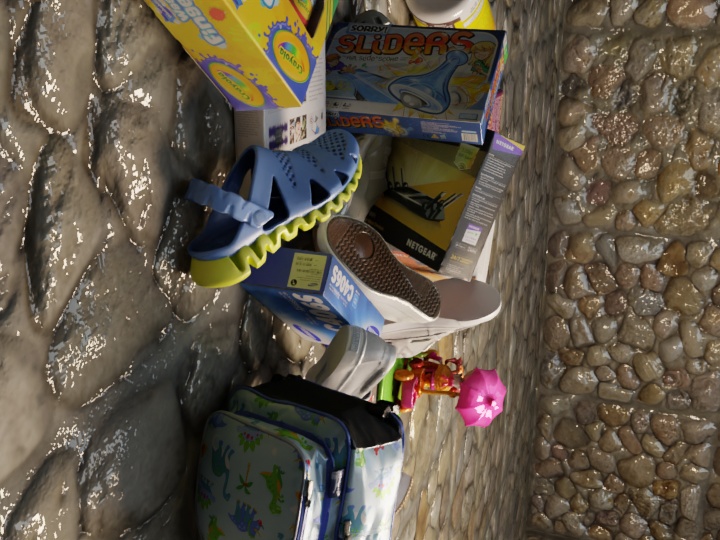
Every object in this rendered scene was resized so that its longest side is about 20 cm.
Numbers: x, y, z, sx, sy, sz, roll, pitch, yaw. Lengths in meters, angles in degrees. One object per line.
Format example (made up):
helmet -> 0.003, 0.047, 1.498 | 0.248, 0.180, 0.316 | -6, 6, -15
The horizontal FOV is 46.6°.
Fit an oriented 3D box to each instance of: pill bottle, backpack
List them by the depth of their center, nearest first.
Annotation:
backpack -> -0.065, 0.217, 0.780 | 0.146, 0.182, 0.203 | -3, 98, -47
pill bottle -> 0.138, -0.372, 1.229 | 0.200, 0.108, 0.111 | 35, 64, -68

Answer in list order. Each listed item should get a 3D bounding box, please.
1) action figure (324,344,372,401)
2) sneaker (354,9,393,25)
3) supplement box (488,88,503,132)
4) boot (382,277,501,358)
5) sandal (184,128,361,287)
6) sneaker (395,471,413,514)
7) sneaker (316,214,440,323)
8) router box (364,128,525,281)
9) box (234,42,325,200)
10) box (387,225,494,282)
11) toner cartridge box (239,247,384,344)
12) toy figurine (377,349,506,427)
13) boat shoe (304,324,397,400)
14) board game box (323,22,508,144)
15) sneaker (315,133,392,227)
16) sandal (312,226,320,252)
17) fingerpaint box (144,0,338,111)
action figure -> -0.011, 0.114, 1.083 | 0.201, 0.051, 0.066 | 77, 24, -50
sneaker -> 0.024, -0.232, 1.047 | 0.080, 0.074, 0.202 | -102, 178, -54
supplement box -> 0.160, -0.220, 1.354 | 0.200, 0.102, 0.133 | -38, 132, -62
boot -> 0.096, 0.070, 1.159 | 0.096, 0.197, 0.074 | 75, 11, -54
sandal -> -0.076, -0.072, 0.726 | 0.200, 0.079, 0.088 | -42, 127, -30
sneaker -> -0.016, 0.308, 1.129 | 0.201, 0.112, 0.072 | -60, -177, 43
sneaker -> 0.003, 0.010, 0.944 | 0.200, 0.084, 0.074 | 39, 54, -38
router box -> 0.079, -0.097, 0.956 | 0.052, 0.200, 0.159 | 16, 100, -35
box -> -0.076, -0.168, 0.812 | 0.144, 0.036, 0.203 | -39, 134, -63
box -> 0.090, -0.054, 1.144 | 0.200, 0.150, 0.108 | 31, 68, -68
toner cartridge box -> -0.046, 0.033, 0.880 | 0.200, 0.094, 0.044 | 52, 50, -63
toy figurine -> 0.144, 0.187, 1.340 | 0.200, 0.182, 0.152 | -34, 129, -65
boat shoe -> -0.020, 0.126, 0.906 | 0.073, 0.068, 0.201 | -83, -163, -44
board game box -> 0.049, -0.206, 0.902 | 0.035, 0.197, 0.137 | 70, 33, -54
sneaker -> -0.001, -0.123, 0.968 | 0.082, 0.074, 0.202 | 46, 64, -45
sandal -> 0.002, -0.005, 1.035 | 0.213, 0.069, 0.078 | 73, 31, -49
fingerpaint box -> -0.092, -0.249, 0.625 | 0.200, 0.072, 0.169 | 49, 50, -51
